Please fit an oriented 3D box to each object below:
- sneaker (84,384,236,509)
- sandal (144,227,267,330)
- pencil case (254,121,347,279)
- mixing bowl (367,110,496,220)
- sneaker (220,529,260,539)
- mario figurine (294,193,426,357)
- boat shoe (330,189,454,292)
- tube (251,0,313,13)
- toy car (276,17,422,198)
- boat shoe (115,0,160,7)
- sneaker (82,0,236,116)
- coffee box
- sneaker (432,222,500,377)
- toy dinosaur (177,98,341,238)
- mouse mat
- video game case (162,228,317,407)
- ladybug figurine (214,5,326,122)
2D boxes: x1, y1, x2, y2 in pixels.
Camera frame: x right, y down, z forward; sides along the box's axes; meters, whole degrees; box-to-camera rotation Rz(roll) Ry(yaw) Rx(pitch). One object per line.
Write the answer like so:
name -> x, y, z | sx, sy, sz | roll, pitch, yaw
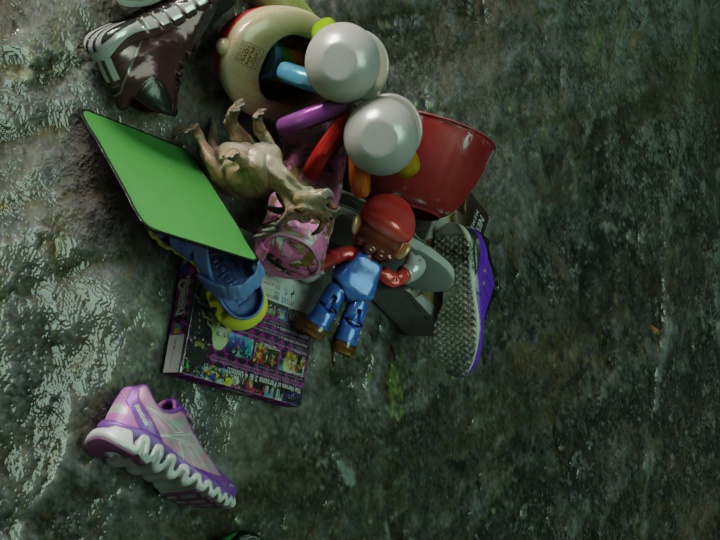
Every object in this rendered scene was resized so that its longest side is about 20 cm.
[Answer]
sneaker -> -0.197, 0.187, 1.174 | 0.200, 0.079, 0.090 | 43, 48, -38
sandal -> -0.162, -0.031, 1.179 | 0.079, 0.087, 0.200 | -42, 92, -20
pencil case -> -0.069, -0.086, 1.309 | 0.083, 0.085, 0.203 | 68, 25, -49
mixing bowl -> 0.070, -0.130, 1.433 | 0.199, 0.198, 0.110 | 20, 81, -47
sneaker -> -0.146, 0.384, 1.210 | 0.078, 0.084, 0.203 | 40, 57, -40
mario figurine -> 0.000, 0.000, 1.341 | 0.123, 0.105, 0.202 | 37, 80, -49
boat shoe -> 0.038, -0.044, 1.418 | 0.198, 0.071, 0.064 | 30, 48, -6
tube -> -0.089, -0.317, 1.362 | 0.200, 0.058, 0.052 | 50, 7, -42
toy car -> -0.021, -0.177, 1.248 | 0.202, 0.148, 0.175 | 61, 11, -6
boat shoe -> -0.219, -0.352, 1.198 | 0.201, 0.060, 0.075 | -53, 153, -35
sneaker -> -0.204, -0.233, 1.207 | 0.199, 0.075, 0.117 | -34, 118, -35
coffee box -> 0.096, -0.025, 1.534 | 0.113, 0.079, 0.202 | 45, 55, -37
sneaker -> 0.152, 0.040, 1.483 | 0.099, 0.069, 0.204 | 4, 86, -52
toy dinosaur -> -0.123, -0.103, 1.218 | 0.085, 0.199, 0.137 | -38, 128, -24
mouse mat -> -0.197, -0.087, 1.138 | 0.160, 0.008, 0.201 | 19, 29, -48
video game case -> -0.132, 0.051, 1.287 | 0.199, 0.035, 0.185 | 23, 69, -47
ladybug figurine -> -0.103, -0.248, 1.299 | 0.199, 0.072, 0.137 | 10, 111, -55
